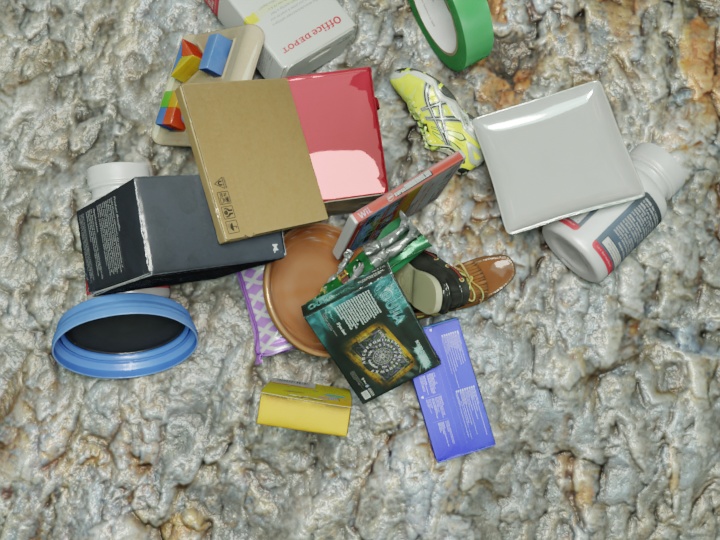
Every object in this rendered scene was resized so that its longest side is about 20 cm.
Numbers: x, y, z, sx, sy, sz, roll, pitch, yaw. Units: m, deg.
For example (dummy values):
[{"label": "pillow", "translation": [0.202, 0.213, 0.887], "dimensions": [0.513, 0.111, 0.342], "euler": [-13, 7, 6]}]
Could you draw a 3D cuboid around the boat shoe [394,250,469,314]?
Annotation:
[{"label": "boat shoe", "translation": [0.084, 0.006, 1.088], "dimensions": [0.063, 0.201, 0.074], "euler": [-6, 114, -26]}]

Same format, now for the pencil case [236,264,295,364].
[{"label": "pencil case", "translation": [-0.144, 0.032, 1.127], "dimensions": [0.085, 0.084, 0.201], "euler": [-15, 84, -39]}]

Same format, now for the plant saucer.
[{"label": "plant saucer", "translation": [-0.061, 0.030, 1.113], "dimensions": [0.199, 0.037, 0.202], "euler": [9, 74, -34]}]

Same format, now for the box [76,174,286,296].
[{"label": "box", "translation": [-0.241, -0.048, 0.997], "dimensions": [0.199, 0.196, 0.125], "euler": [-9, 89, -42]}]

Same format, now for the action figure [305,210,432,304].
[{"label": "action figure", "translation": [0.000, 0.000, 1.059], "dimensions": [0.200, 0.118, 0.055], "euler": [-41, 117, 3]}]

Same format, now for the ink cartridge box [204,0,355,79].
[{"label": "ink cartridge box", "translation": [-0.128, -0.396, 1.142], "dimensions": [0.145, 0.083, 0.200], "euler": [-37, 87, -21]}]

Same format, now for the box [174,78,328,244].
[{"label": "box", "translation": [-0.135, -0.146, 0.960], "dimensions": [0.163, 0.021, 0.201], "euler": [-15, 87, -39]}]

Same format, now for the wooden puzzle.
[{"label": "wooden puzzle", "translation": [-0.240, -0.276, 1.110], "dimensions": [0.199, 0.046, 0.186], "euler": [13, 84, 44]}]

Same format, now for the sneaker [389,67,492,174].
[{"label": "sneaker", "translation": [0.117, -0.233, 1.158], "dimensions": [0.200, 0.075, 0.076], "euler": [42, 84, 3]}]

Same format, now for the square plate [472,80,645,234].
[{"label": "square plate", "translation": [0.283, -0.163, 1.089], "dimensions": [0.197, 0.028, 0.201], "euler": [-16, 67, 8]}]

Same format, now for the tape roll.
[{"label": "tape roll", "translation": [0.125, -0.398, 1.106], "dimensions": [0.048, 0.200, 0.201], "euler": [-28, 87, -3]}]

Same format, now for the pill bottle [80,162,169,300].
[{"label": "pill bottle", "translation": [-0.352, -0.052, 1.111], "dimensions": [0.119, 0.120, 0.202], "euler": [-7, 86, -2]}]

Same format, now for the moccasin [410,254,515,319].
[{"label": "moccasin", "translation": [0.142, 0.025, 1.139], "dimensions": [0.200, 0.078, 0.074], "euler": [-14, 87, -2]}]

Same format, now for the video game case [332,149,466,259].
[{"label": "video game case", "translation": [0.054, -0.094, 1.087], "dimensions": [0.199, 0.143, 0.017], "euler": [-33, 80, -21]}]

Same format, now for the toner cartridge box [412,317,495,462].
[{"label": "toner cartridge box", "translation": [0.131, 0.181, 1.146], "dimensions": [0.094, 0.043, 0.201], "euler": [-16, 87, -3]}]

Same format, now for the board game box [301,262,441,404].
[{"label": "board game box", "translation": [0.020, 0.094, 1.057], "dimensions": [0.135, 0.028, 0.201], "euler": [-27, 127, 4]}]

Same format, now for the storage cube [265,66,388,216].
[{"label": "storage cube", "translation": [-0.062, -0.177, 1.102], "dimensions": [0.199, 0.171, 0.181], "euler": [-9, 88, -3]}]

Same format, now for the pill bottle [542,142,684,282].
[{"label": "pill bottle", "translation": [0.385, -0.091, 1.126], "dimensions": [0.200, 0.120, 0.120], "euler": [-43, 88, -4]}]

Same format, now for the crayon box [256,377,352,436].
[{"label": "crayon box", "translation": [-0.078, 0.193, 1.061], "dimensions": [0.126, 0.200, 0.051], "euler": [9, 86, 0]}]

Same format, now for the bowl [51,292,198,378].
[{"label": "bowl", "translation": [-0.335, 0.094, 1.069], "dimensions": [0.199, 0.201, 0.040], "euler": [-13, 60, -2]}]
